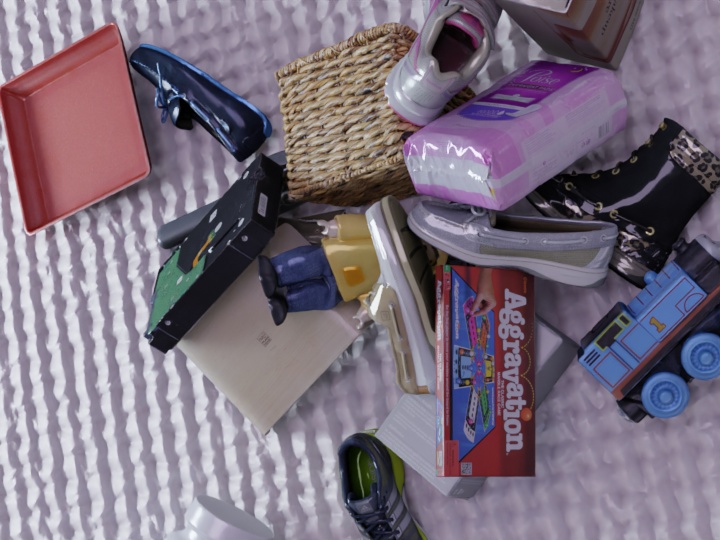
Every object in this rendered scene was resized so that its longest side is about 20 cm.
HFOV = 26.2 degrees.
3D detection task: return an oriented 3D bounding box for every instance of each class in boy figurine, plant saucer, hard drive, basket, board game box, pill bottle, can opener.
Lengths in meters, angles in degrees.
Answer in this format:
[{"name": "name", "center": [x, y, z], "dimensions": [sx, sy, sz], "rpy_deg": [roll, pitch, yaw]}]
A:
[{"name": "boy figurine", "center": [0.000, 0.000, 1.571], "dimensions": [0.200, 0.064, 0.125], "rpy_deg": [-14, 112, 0]}, {"name": "plant saucer", "center": [-0.332, -0.164, 1.834], "dimensions": [0.200, 0.037, 0.200], "rpy_deg": [-24, 72, 29]}, {"name": "hard drive", "center": [-0.156, -0.018, 1.658], "dimensions": [0.200, 0.038, 0.140], "rpy_deg": [-45, 22, 26]}, {"name": "basket", "center": [0.026, -0.158, 1.617], "dimensions": [0.200, 0.143, 0.149], "rpy_deg": [-17, 75, 45]}, {"name": "board game box", "center": [0.120, 0.097, 1.483], "dimensions": [0.019, 0.103, 0.200], "rpy_deg": [-14, 75, 62]}, {"name": "pill bottle", "center": [-0.178, 0.348, 1.645], "dimensions": [0.116, 0.116, 0.200], "rpy_deg": [28, 94, 25]}, {"name": "can opener", "center": [-0.136, -0.075, 1.746], "dimensions": [0.200, 0.053, 0.067], "rpy_deg": [-23, 40, 19]}]

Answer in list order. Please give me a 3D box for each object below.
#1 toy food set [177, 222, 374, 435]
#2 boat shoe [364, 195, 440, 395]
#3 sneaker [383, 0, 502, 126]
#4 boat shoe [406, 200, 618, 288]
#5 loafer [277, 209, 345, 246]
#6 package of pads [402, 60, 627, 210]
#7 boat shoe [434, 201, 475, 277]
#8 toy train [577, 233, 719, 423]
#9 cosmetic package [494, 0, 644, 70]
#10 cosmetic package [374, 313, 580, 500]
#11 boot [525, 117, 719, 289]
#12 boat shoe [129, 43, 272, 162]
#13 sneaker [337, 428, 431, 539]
[{"name": "toy food set", "center": [-0.092, 0.065, 1.662], "dimensions": [0.144, 0.060, 0.200], "rpy_deg": [45, 113, 6]}, {"name": "boat shoe", "center": [0.039, 0.029, 1.508], "dimensions": [0.068, 0.075, 0.200], "rpy_deg": [-18, 95, 20]}, {"name": "sneaker", "center": [0.100, -0.235, 1.495], "dimensions": [0.081, 0.088, 0.200], "rpy_deg": [29, 68, -16]}, {"name": "boat shoe", "center": [0.146, -0.038, 1.499], "dimensions": [0.202, 0.074, 0.065], "rpy_deg": [16, 111, 3]}, {"name": "loafer", "center": [-0.034, -0.027, 1.680], "dimensions": [0.200, 0.075, 0.070], "rpy_deg": [14, 57, 25]}, {"name": "package of pads", "center": [0.152, -0.133, 1.497], "dimensions": [0.120, 0.200, 0.076], "rpy_deg": [17, 131, 45]}, {"name": "boat shoe", "center": [0.081, 0.012, 1.615], "dimensions": [0.074, 0.066, 0.200], "rpy_deg": [31, 94, 26]}, {"name": "toy train", "center": [0.303, 0.054, 1.485], "dimensions": [0.114, 0.087, 0.200], "rpy_deg": [43, 100, 0]}, {"name": "cosmetic package", "center": [0.210, -0.279, 1.535], "dimensions": [0.087, 0.200, 0.104], "rpy_deg": [20, 91, 24]}, {"name": "cosmetic package", "center": [0.120, 0.123, 1.570], "dimensions": [0.107, 0.090, 0.200], "rpy_deg": [40, 95, 23]}, {"name": "boot", "center": [0.254, -0.096, 1.555], "dimensions": [0.204, 0.073, 0.154], "rpy_deg": [41, 96, 18]}, {"name": "boat shoe", "center": [-0.195, -0.193, 1.763], "dimensions": [0.200, 0.084, 0.069], "rpy_deg": [32, 83, 27]}, {"name": "sneaker", "center": [0.019, 0.258, 1.592], "dimensions": [0.074, 0.081, 0.200], "rpy_deg": [-28, 71, 18]}]
